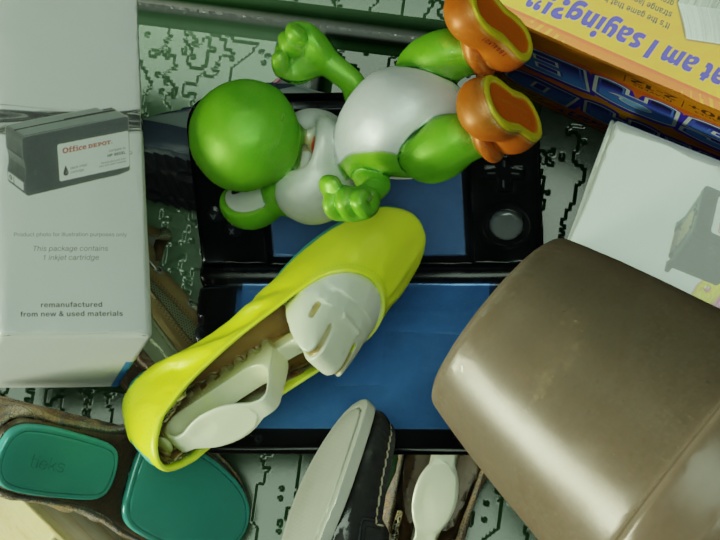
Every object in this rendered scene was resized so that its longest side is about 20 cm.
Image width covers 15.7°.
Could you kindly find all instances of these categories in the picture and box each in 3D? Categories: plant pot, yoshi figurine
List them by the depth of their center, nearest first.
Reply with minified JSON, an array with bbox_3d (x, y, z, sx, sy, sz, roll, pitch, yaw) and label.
[{"bbox_3d":[0.138,0.077,1.368,0.175,0.200,0.200,39,87,14],"label":"plant pot"},{"bbox_3d":[-0.011,-0.079,1.375,0.200,0.112,0.112,-23,101,33],"label":"yoshi figurine"}]

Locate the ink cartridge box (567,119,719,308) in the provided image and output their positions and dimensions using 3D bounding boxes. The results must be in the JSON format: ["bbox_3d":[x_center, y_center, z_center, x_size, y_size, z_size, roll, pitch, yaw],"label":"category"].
[{"bbox_3d":[0.217,-0.002,1.472,0.200,0.146,0.083,22,87,6],"label":"ink cartridge box"}]

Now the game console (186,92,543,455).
[{"bbox_3d":[0.000,0.000,1.458,0.200,0.119,0.172,0,121,7],"label":"game console"}]

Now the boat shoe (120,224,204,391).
[{"bbox_3d":[-0.145,-0.004,1.539,0.076,0.072,0.200,-35,86,-27],"label":"boat shoe"}]

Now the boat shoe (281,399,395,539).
[{"bbox_3d":[-0.011,0.168,1.402,0.060,0.074,0.200,23,63,-14],"label":"boat shoe"}]

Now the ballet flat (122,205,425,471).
[{"bbox_3d":[-0.042,0.044,1.418,0.200,0.067,0.067,-35,123,8],"label":"ballet flat"}]

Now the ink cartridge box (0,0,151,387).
[{"bbox_3d":[-0.166,-0.046,1.426,0.084,0.145,0.200,0,76,-12],"label":"ink cartridge box"}]

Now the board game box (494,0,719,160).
[{"bbox_3d":[0.192,-0.176,1.466,0.200,0.200,0.200,24,85,6],"label":"board game box"}]

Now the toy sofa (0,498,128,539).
[{"bbox_3d":[-0.232,0.130,1.521,0.200,0.098,0.083,44,112,7],"label":"toy sofa"}]

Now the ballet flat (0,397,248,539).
[{"bbox_3d":[-0.148,0.110,1.482,0.067,0.200,0.068,19,84,47],"label":"ballet flat"}]

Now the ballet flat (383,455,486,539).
[{"bbox_3d":[0.056,0.088,1.509,0.068,0.067,0.200,11,84,4],"label":"ballet flat"}]

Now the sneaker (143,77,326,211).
[{"bbox_3d":[-0.063,-0.080,1.545,0.200,0.070,0.082,5,65,2],"label":"sneaker"}]
